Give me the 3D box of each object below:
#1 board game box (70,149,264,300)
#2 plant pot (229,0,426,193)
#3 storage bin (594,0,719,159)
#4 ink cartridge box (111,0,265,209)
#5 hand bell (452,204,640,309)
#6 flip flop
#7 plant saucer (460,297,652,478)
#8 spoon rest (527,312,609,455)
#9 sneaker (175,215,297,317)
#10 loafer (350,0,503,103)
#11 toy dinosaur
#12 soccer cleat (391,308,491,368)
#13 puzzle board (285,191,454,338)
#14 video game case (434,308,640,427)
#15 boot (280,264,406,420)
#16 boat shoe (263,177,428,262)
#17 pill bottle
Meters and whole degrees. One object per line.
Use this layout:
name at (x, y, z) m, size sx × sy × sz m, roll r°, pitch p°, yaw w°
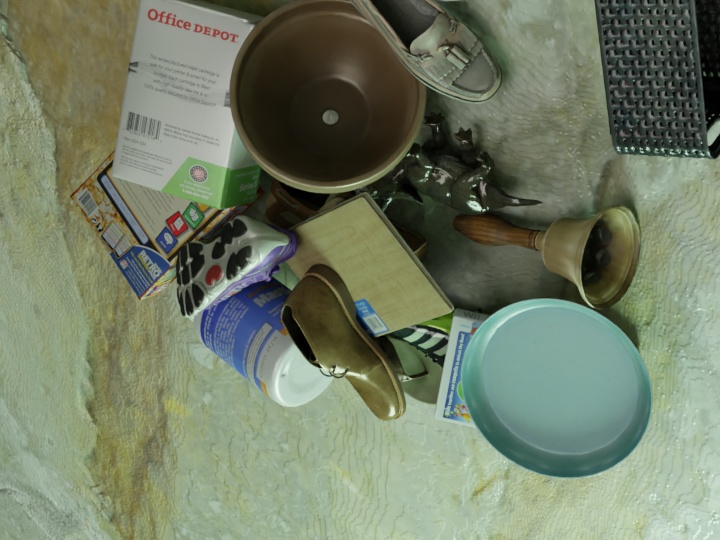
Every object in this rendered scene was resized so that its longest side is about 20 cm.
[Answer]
board game box at (-0.223, -0.086, 1.874) m, size 0.200 × 0.046 × 0.152 m, roll -40°, pitch 80°, yaw 30°
plant pot at (-0.033, -0.169, 1.676) m, size 0.200 × 0.201 × 0.093 m, roll 37°, pitch 169°, yaw 8°
storage bin at (0.276, -0.211, 1.440) m, size 0.093 × 0.135 × 0.202 m, roll 5°, pitch 121°, yaw 31°
ink cartridge box at (-0.173, -0.183, 1.755) m, size 0.144 × 0.084 × 0.202 m, roll 18°, pitch 105°, yaw 21°
hand bell at (0.175, -0.033, 1.676) m, size 0.199 × 0.104 × 0.105 m, roll 16°, pitch 127°, yaw 42°
flip flop at (0.019, 0.096, 1.864) m, size 0.199 × 0.058 × 0.082 m, roll 32°, pitch 131°, yaw 14°
plant saucer at (0.199, 0.116, 1.665) m, size 0.198 × 0.027 × 0.202 m, roll 8°, pitch 114°, yaw 18°
spoon rest at (0.233, 0.127, 1.697) m, size 0.098 × 0.061 × 0.201 m, roll -8°, pitch 122°, yaw 18°
sneaker at (-0.137, 0.002, 1.794) m, size 0.199 × 0.083 × 0.082 m, roll -24°, pitch 67°, yaw 50°
loafer at (0.055, -0.238, 1.607) m, size 0.200 × 0.063 × 0.072 m, roll 42°, pitch 93°, yaw 8°
toy dinosaur at (0.096, -0.097, 1.693) m, size 0.198 × 0.077 × 0.103 m, roll 10°, pitch 144°, yaw 14°
soccer cleat at (0.079, 0.070, 1.803) m, size 0.198 × 0.068 × 0.082 m, roll 15°, pitch 127°, yaw 23°
puzzle board at (0.000, 0.000, 1.732) m, size 0.151 × 0.017 × 0.199 m, roll 51°, pitch 148°, yaw -11°
video game case at (0.186, 0.121, 1.752) m, size 0.198 × 0.018 × 0.144 m, roll 12°, pitch 126°, yaw 5°
boot at (-0.022, 0.096, 1.781) m, size 0.073 × 0.076 × 0.201 m, roll -5°, pitch 124°, yaw 49°
boat shoe at (-0.022, -0.054, 1.788) m, size 0.198 × 0.076 × 0.075 m, roll 17°, pitch 123°, yaw 24°
pill bottle at (-0.121, 0.060, 1.883) m, size 0.199 × 0.112 × 0.113 m, roll 35°, pitch 135°, yaw 35°
